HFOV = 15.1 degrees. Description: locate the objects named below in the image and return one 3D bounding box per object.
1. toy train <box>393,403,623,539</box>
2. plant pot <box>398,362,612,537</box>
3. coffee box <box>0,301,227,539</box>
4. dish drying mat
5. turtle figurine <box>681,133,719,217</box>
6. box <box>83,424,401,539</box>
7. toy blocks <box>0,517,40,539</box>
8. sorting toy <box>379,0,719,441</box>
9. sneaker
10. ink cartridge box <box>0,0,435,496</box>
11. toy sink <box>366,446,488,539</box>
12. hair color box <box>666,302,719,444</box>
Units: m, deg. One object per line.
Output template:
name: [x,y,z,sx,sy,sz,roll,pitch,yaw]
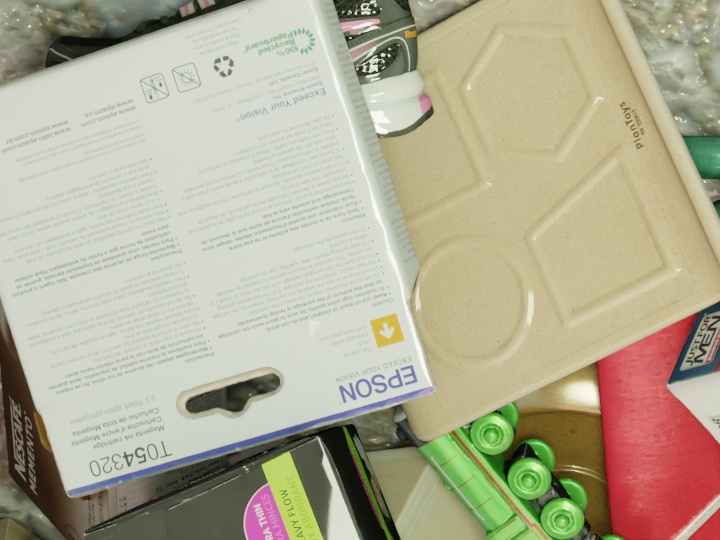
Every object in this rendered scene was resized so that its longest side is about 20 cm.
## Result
toy train: [0.092,0.131,1.477,0.056,0.042,0.200,-37,98,17]
plant pot: [0.118,0.127,1.545,0.200,0.028,0.200,5,131,6]
coffee box: [-0.133,0.055,1.455,0.080,0.114,0.200,-24,138,-27]
dish drying mat: [0.169,0.081,1.473,0.077,0.018,0.200,-6,120,2]
turtle figurine: [0.204,-0.038,1.337,0.200,0.101,0.150,-8,97,33]
box: [-0.039,0.166,1.340,0.124,0.200,0.149,-23,86,4]
toy blocks: [-0.228,0.223,1.650,0.200,0.100,0.137,-20,135,30]
sorting toy: [0.073,-0.036,1.342,0.200,0.036,0.185,-28,79,27]
sneaker: [-0.059,-0.115,1.345,0.200,0.080,0.087,2,101,16]
ink cartridge box: [-0.079,-0.014,1.296,0.196,0.043,0.200,-16,94,16]
toy sink: [0.019,0.213,1.548,0.130,0.112,0.200,-9,125,36]
hair color box: [0.264,0.049,1.362,0.200,0.061,0.100,-18,124,44]
